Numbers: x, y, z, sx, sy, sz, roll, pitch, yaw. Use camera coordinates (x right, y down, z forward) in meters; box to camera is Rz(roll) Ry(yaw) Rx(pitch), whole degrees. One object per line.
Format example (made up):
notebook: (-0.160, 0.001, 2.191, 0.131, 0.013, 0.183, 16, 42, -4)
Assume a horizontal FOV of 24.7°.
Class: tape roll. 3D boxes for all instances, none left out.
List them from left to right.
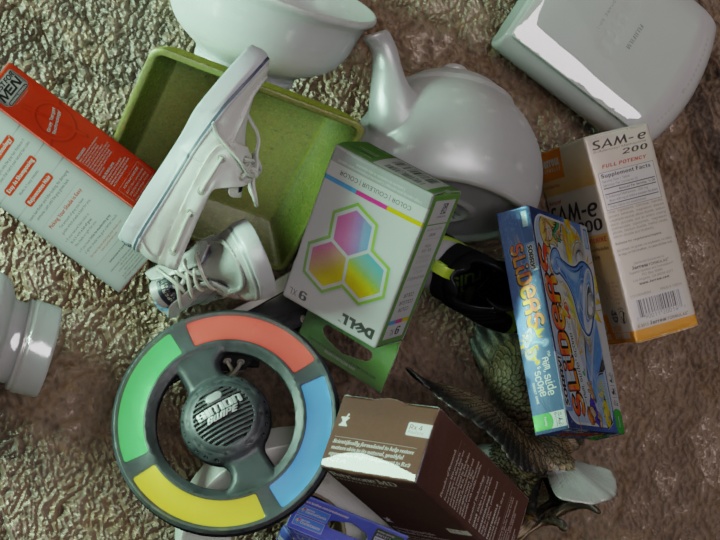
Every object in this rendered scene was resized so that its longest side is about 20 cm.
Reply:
tape roll: (-0.067, 0.235, 1.486, 0.201, 0.037, 0.204, -5, 114, -12)

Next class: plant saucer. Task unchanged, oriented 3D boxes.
plant saucer: (-0.122, -0.109, 1.484, 0.199, 0.200, 0.048, 19, 43, -15)

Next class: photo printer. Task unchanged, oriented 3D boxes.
photo printer: (0.251, -0.231, 1.643, 0.200, 0.069, 0.167, 36, 77, -11)

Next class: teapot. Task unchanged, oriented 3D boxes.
teapot: (0.084, -0.121, 1.534, 0.196, 0.200, 0.147, 9, 70, -3)

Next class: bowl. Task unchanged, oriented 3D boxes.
bowl: (-0.093, -0.223, 1.495, 0.200, 0.201, 0.091, 17, 107, -15)

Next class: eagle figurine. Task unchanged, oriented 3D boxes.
eagle figurine: (0.144, 0.151, 1.556, 0.150, 0.152, 0.201, -20, 97, 3)

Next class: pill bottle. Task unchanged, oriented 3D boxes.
pill bottle: (-0.364, 0.043, 1.416, 0.199, 0.112, 0.113, 16, 81, -15)

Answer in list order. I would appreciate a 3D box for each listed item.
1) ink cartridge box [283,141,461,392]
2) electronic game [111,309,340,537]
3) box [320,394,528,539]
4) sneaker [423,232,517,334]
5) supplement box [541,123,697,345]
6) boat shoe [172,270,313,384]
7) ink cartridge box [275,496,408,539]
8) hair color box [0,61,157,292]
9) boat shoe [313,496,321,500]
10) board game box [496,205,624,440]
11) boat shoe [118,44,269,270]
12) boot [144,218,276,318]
ink cartridge box: (0.000, 0.000, 1.436, 0.103, 0.059, 0.201, 29, 109, 23)
electronic game: (-0.116, 0.129, 1.417, 0.198, 0.042, 0.201, -1, 69, 4)
box: (0.060, 0.185, 1.434, 0.200, 0.100, 0.075, 48, 55, -47)
sneaker: (0.123, 0.025, 1.509, 0.199, 0.083, 0.072, 19, 101, -41)
supplement box: (0.246, -0.032, 1.598, 0.073, 0.126, 0.201, -14, 89, -16)
boat shoe: (-0.108, 0.062, 1.515, 0.199, 0.074, 0.061, -32, 91, -25)
ink cartridge box: (-0.043, 0.308, 1.447, 0.119, 0.042, 0.201, 25, 91, -20)
hair color box: (-0.261, -0.080, 1.455, 0.200, 0.101, 0.061, 37, 41, -12)
boat shoe: (-0.054, 0.198, 1.522, 0.199, 0.067, 0.057, 17, 77, -18)
board game box: (0.182, 0.050, 1.486, 0.135, 0.034, 0.201, 12, 66, -59)
boat shoe: (-0.116, -0.085, 1.374, 0.086, 0.075, 0.203, 34, 98, -2)
boot: (-0.136, 0.009, 1.441, 0.095, 0.200, 0.074, -23, 89, -14)
